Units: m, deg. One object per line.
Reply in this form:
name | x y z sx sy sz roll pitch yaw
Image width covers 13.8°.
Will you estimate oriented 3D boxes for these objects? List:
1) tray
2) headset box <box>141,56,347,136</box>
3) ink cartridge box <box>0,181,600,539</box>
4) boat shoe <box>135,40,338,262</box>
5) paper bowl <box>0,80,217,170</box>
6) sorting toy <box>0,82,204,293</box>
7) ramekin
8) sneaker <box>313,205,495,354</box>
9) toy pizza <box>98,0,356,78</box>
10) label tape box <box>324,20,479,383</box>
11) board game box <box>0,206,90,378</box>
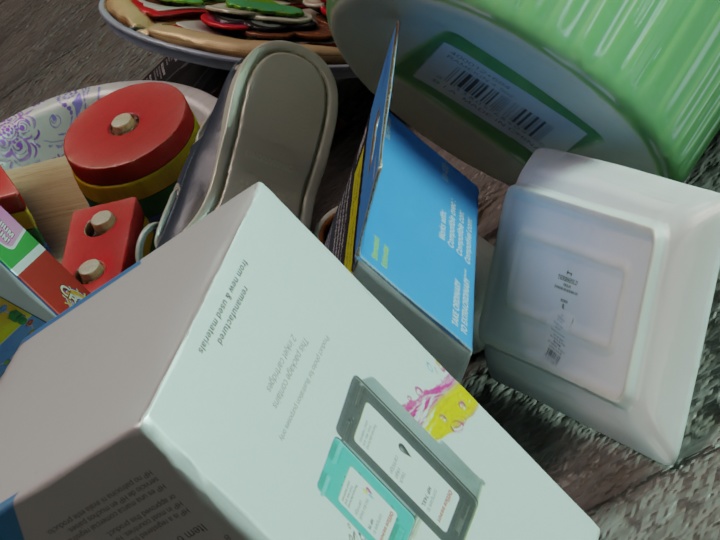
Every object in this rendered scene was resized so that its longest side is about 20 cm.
tray | 0.092 0.009 1.227 0.200 0.022 0.108 -156 76 -70
headset box | -0.097 -0.078 1.795 0.200 0.077 0.149 -44 19 8
ink cartridge box | -0.038 0.106 1.105 0.146 0.200 0.146 -31 22 35
boat shoe | -0.065 -0.012 1.384 0.062 0.075 0.201 139 146 -64
paper bowl | -0.140 -0.005 1.628 0.200 0.105 0.201 -13 37 10
sorting toy | -0.160 -0.011 1.494 0.199 0.070 0.199 -13 38 16
ramekin | 0.082 -0.112 1.321 0.098 0.200 0.200 -60 22 -16
sneaker | 0.000 0.000 1.424 0.200 0.085 0.073 -15 37 58
toy pizza | -0.051 -0.151 1.713 0.200 0.199 0.032 -112 28 -69
label tape box | 0.011 0.018 1.261 0.144 0.063 0.201 -83 11 -60
board game box | -0.195 0.049 1.390 0.153 0.200 0.040 -37 20 21
